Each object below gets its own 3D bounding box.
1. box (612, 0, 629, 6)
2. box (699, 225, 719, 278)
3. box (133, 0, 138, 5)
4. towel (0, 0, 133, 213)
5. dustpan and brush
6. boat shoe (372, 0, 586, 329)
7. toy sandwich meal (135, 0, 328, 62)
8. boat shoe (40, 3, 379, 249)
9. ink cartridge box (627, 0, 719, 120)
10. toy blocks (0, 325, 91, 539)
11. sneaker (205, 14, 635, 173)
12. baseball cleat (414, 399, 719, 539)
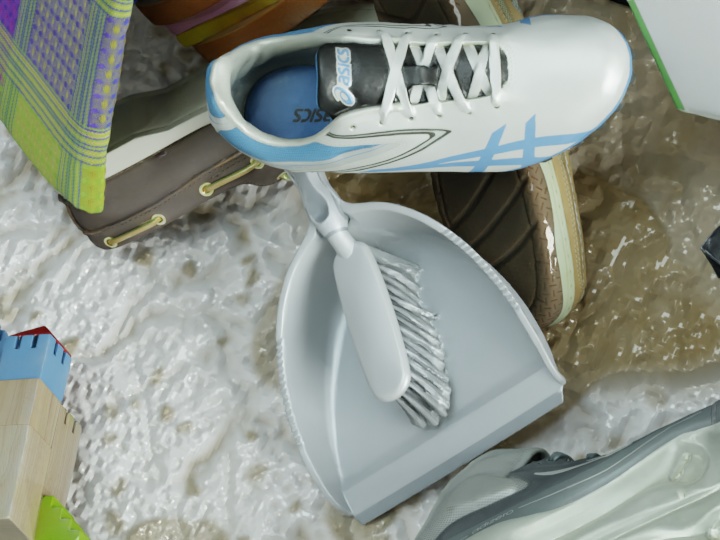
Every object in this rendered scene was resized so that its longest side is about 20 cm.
[{"bbox_3d":[0.101,-0.212,1.247,0.122,0.200,0.106,22,80,28],"label":"box"},{"bbox_3d":[0.287,-0.020,1.182,0.200,0.050,0.199,40,89,30],"label":"box"},{"bbox_3d":[-0.139,-0.173,1.377,0.200,0.032,0.122,-36,45,54],"label":"box"},{"bbox_3d":[-0.137,-0.145,1.293,0.144,0.023,0.201,47,131,49],"label":"towel"},{"bbox_3d":[0.000,0.000,1.265,0.139,0.057,0.201,-34,62,27],"label":"dustpan and brush"},{"bbox_3d":[0.074,-0.072,1.280,0.072,0.076,0.201,-23,81,46],"label":"boat shoe"},{"bbox_3d":[-0.021,-0.188,1.338,0.205,0.070,0.205,-33,16,11],"label":"toy sandwich meal"},{"bbox_3d":[-0.060,-0.070,1.341,0.199,0.060,0.072,-23,30,11],"label":"boat shoe"},{"bbox_3d":[0.199,-0.183,1.196,0.084,0.145,0.200,15,60,39],"label":"ink cartridge box"},{"bbox_3d":[-0.216,0.075,1.340,0.199,0.100,0.137,-4,58,22],"label":"toy blocks"},{"bbox_3d":[0.024,-0.081,1.213,0.199,0.072,0.072,-5,81,19],"label":"sneaker"},{"bbox_3d":[0.110,0.094,1.200,0.199,0.070,0.106,-22,28,-8],"label":"baseball cleat"}]
